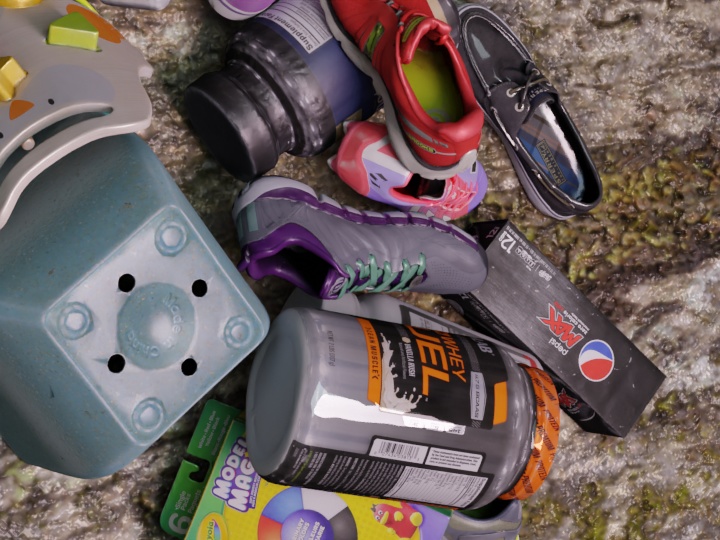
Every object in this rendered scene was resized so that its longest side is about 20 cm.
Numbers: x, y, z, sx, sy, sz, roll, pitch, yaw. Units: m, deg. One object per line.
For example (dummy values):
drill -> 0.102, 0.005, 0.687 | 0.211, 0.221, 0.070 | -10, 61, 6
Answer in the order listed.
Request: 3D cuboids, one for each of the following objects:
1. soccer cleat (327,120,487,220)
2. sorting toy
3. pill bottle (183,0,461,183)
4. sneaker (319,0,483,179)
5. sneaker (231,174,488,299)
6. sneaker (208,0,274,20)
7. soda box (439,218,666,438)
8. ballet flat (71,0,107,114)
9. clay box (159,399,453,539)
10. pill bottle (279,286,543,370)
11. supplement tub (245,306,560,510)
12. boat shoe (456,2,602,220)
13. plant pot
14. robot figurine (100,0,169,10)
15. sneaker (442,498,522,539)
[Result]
soccer cleat -> 0.052, -0.067, 1.310 | 0.200, 0.076, 0.067 | 17, 100, -57
sorting toy -> -0.218, -0.098, 1.113 | 0.200, 0.180, 0.107 | -36, 130, -10
pill bottle -> -0.030, -0.156, 1.292 | 0.200, 0.112, 0.112 | -38, 105, -19
sneaker -> 0.036, -0.164, 1.203 | 0.077, 0.085, 0.201 | -24, 76, -18
sneaker -> 0.000, 0.000, 1.253 | 0.199, 0.075, 0.088 | 14, 42, -15
sneaker -> -0.041, -0.283, 1.267 | 0.072, 0.114, 0.201 | 27, 60, -20
soda box -> 0.153, 0.049, 1.401 | 0.200, 0.063, 0.071 | 43, 74, -18
ballet flat -> -0.225, -0.186, 1.223 | 0.067, 0.067, 0.200 | -31, 131, 9
clay box -> -0.044, 0.184, 1.253 | 0.199, 0.048, 0.115 | 23, 99, 4
pill bottle -> 0.033, 0.085, 1.320 | 0.199, 0.114, 0.114 | 22, 81, -22
supplement tub -> 0.030, 0.099, 1.194 | 0.199, 0.122, 0.123 | 11, 86, -23
boat shoe -> 0.135, -0.129, 1.390 | 0.070, 0.066, 0.201 | -33, 103, -21
plant pot -> -0.174, 0.022, 1.165 | 0.196, 0.200, 0.197 | -43, 116, -19
robot figurine -> -0.150, -0.290, 1.237 | 0.169, 0.112, 0.201 | 26, 78, -59
sneaker -> 0.031, 0.171, 1.301 | 0.199, 0.081, 0.074 | 10, 41, -5
